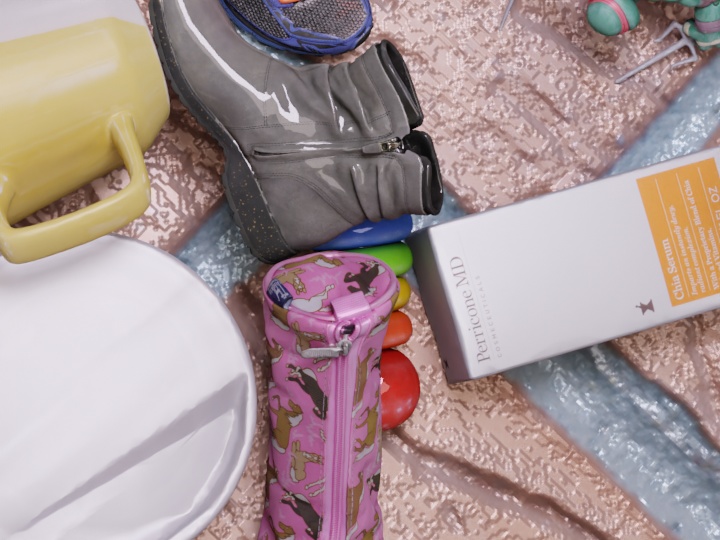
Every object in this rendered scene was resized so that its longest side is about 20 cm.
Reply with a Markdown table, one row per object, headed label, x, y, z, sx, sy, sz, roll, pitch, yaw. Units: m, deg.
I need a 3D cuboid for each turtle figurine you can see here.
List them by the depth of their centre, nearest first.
| label | x | y | z | sx | sy | sz | roll | pitch | yaw |
| --- | --- | --- | --- | --- | --- | --- | --- | --- | --- |
| turtle figurine | 0.188 | -0.202 | 1.510 | 0.150 | 0.101 | 0.200 | 40 | 74 | -6 |

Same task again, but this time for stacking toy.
| label | x | y | z | sx | sy | sz | roll | pitch | yaw |
| --- | --- | --- | --- | --- | --- | --- | --- | --- | --- |
| stacking toy | 0.000 | 0.000 | 1.472 | 0.085 | 0.085 | 0.200 | -7 | 94 | -11 |

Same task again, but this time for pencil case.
| label | x | y | z | sx | sy | sz | roll | pitch | yaw |
| --- | --- | --- | --- | --- | --- | --- | --- | --- | --- |
| pencil case | -0.020 | 0.089 | 1.410 | 0.083 | 0.087 | 0.200 | 18 | 121 | 27 |

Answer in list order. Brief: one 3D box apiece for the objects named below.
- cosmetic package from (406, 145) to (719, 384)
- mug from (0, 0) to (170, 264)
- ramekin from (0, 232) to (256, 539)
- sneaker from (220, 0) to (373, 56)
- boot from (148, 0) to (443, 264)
| label | x | y | z | sx | sy | sz | roll | pitch | yaw |
| --- | --- | --- | --- | --- | --- | --- | --- | --- | --- |
| cosmetic package | 0.141 | -0.004 | 1.495 | 0.200 | 0.071 | 0.102 | -16 | 89 | -11 |
| mug | -0.190 | -0.088 | 1.394 | 0.153 | 0.149 | 0.187 | -21 | 79 | -12 |
| ramekin | -0.166 | 0.081 | 1.419 | 0.202 | 0.094 | 0.203 | 1 | 85 | -11 |
| sneaker | -0.074 | -0.205 | 1.465 | 0.200 | 0.078 | 0.075 | 39 | 81 | -6 |
| boot | -0.033 | -0.110 | 1.395 | 0.131 | 0.068 | 0.200 | -21 | 99 | 23 |
